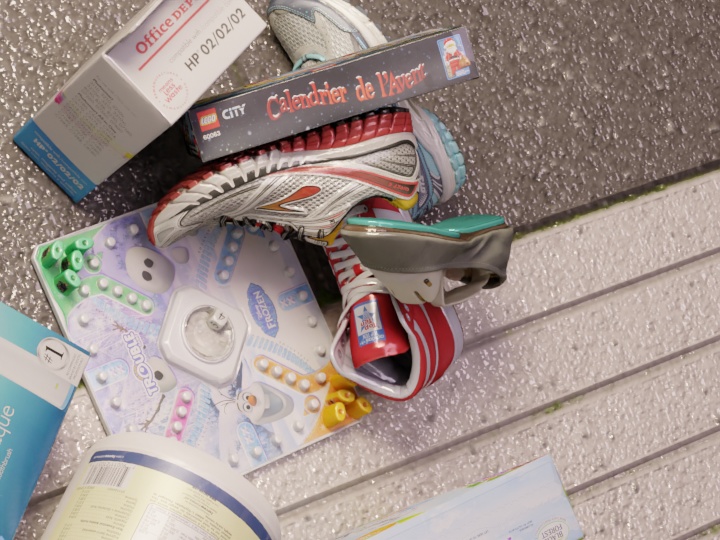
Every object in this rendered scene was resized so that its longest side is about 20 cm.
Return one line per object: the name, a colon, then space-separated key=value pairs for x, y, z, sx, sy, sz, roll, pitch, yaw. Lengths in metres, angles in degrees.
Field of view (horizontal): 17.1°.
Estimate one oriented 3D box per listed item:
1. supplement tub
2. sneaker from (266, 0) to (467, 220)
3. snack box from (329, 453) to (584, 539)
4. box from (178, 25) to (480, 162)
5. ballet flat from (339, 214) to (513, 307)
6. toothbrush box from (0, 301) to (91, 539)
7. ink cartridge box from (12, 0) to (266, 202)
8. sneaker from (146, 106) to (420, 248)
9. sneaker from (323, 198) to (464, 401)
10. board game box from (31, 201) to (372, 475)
supplement tub: x=-0.149 y=0.221 z=1.514 sx=0.145 sy=0.145 sz=0.201 roll=35 pitch=59 yaw=-17
sneaker: x=-0.006 y=-0.119 z=1.766 sx=0.200 sy=0.078 sz=0.086 roll=50 pitch=59 yaw=-7
snack box: x=0.024 y=0.198 z=1.596 sx=0.168 sy=0.200 sz=0.068 roll=-21 pitch=84 yaw=-34
box: x=-0.026 y=-0.124 z=1.668 sx=0.199 sy=0.137 sz=0.038 roll=-18 pitch=98 yaw=-6
ballet flat: x=0.050 y=-0.005 z=1.657 sx=0.200 sy=0.067 sz=0.064 roll=-3 pitch=99 yaw=-60
toothbrush box: x=-0.293 y=0.075 z=1.513 sx=0.199 sy=0.085 sz=0.147 roll=31 pitch=59 yaw=-18
ink cartridge box: x=-0.141 y=-0.134 z=1.609 sx=0.068 sy=0.200 sz=0.115 roll=45 pitch=56 yaw=-9
sneaker: x=-0.051 y=-0.050 z=1.650 sx=0.198 sy=0.078 sz=0.083 roll=-17 pitch=96 yaw=-4
sneaker: x=0.000 y=0.000 z=1.705 sx=0.201 sy=0.071 sz=0.112 roll=58 pitch=26 yaw=-6
board game box: x=-0.106 y=0.044 z=1.676 sx=0.199 sy=0.026 sz=0.201 roll=-22 pitch=86 yaw=-35
